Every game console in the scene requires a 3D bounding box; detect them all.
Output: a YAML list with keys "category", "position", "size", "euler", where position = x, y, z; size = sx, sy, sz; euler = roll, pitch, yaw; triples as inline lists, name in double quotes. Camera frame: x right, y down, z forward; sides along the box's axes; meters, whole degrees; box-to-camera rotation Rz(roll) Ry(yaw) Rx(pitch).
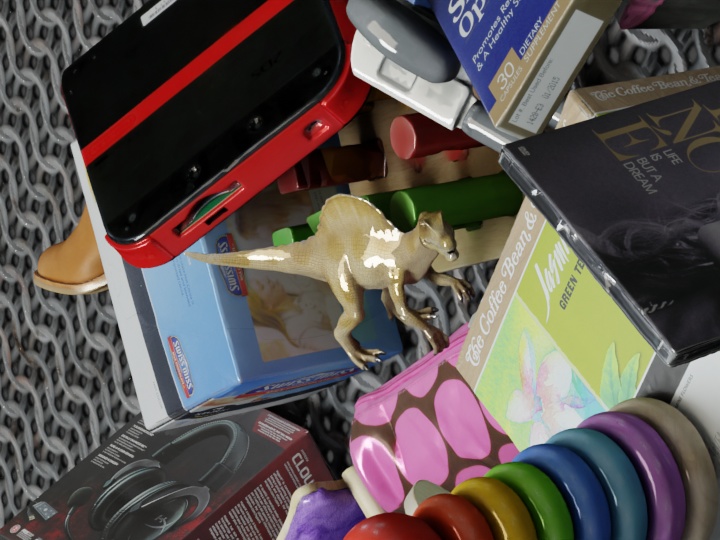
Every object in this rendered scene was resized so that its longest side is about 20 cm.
- category: "game console"
  position: [-0.089, -0.112, 1.720]
  size: [0.200, 0.031, 0.177]
  euler: [-37, 46, 17]

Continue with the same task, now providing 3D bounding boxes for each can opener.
- category: "can opener"
  position: [0.076, -0.090, 1.582]
  size: [0.199, 0.066, 0.053]
  euler: [30, 106, 12]

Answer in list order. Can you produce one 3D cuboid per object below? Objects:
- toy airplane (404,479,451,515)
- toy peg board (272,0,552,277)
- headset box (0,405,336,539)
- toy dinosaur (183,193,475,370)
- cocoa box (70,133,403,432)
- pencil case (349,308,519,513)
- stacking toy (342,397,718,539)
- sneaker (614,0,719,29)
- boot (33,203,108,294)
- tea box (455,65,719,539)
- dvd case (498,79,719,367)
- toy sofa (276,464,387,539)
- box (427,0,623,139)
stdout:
- category: "toy airplane"
  position: [0.137, 0.186, 1.529]
  size: [0.141, 0.200, 0.199]
  euler: [-56, 41, 10]
- category: "toy peg board"
  position: [0.015, -0.095, 1.706]
  size: [0.200, 0.097, 0.200]
  euler: [-14, 87, 56]
- category: "headset box"
  position: [-0.118, 0.160, 1.905]
  size: [0.149, 0.200, 0.077]
  euler: [24, 148, 51]
- category: "toy dinosaur"
  position: [0.000, 0.000, 1.648]
  size: [0.199, 0.058, 0.101]
  euler: [-6, 120, 42]
- category: "cocoa box"
  position: [-0.080, -0.016, 1.835]
  size: [0.131, 0.133, 0.201]
  euler: [-28, 76, 54]
- category: "pencil case"
  position: [0.065, 0.078, 1.689]
  size: [0.094, 0.091, 0.200]
  euler: [34, 142, -13]
- category: "stacking toy"
  position: [0.072, 0.120, 1.353]
  size: [0.085, 0.199, 0.086]
  euler: [22, 117, 50]
- category: "sneaker"
  position: [0.183, -0.214, 1.464]
  size: [0.200, 0.080, 0.087]
  euler: [-61, 38, 33]
- category: "boot"
  position: [-0.169, -0.067, 2.011]
  size: [0.199, 0.074, 0.156]
  euler: [-10, 92, 44]
- category: "tea box"
  position: [0.176, 0.033, 1.473]
  size: [0.197, 0.133, 0.201]
  euler: [52, 138, 35]
- category: "dvd case"
  position: [0.188, -0.035, 1.378]
  size: [0.149, 0.199, 0.016]
  euler: [52, 146, 34]
- category: "toy sofa"
  position: [-0.009, 0.211, 1.823]
  size: [0.083, 0.097, 0.200]
  euler: [58, 142, 27]
- category: "box"
  position: [0.085, -0.170, 1.533]
  size: [0.121, 0.032, 0.200]
  euler: [-60, 27, 23]
